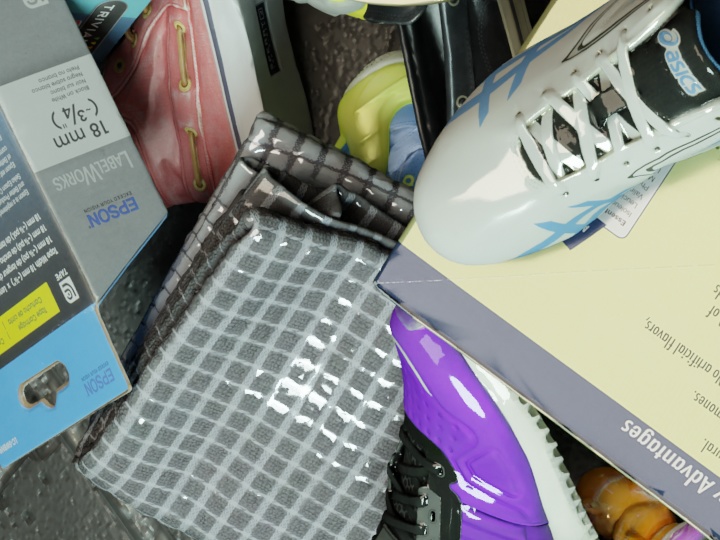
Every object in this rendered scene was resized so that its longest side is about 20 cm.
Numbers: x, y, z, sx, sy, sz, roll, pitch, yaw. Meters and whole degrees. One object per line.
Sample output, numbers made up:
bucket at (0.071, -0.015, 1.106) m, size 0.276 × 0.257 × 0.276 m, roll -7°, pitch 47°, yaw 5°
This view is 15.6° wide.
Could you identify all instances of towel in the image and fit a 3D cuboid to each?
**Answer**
towel at (-0.021, 0.051, 1.204) m, size 0.165 × 0.086 × 0.201 m, roll 28°, pitch 122°, yaw -8°

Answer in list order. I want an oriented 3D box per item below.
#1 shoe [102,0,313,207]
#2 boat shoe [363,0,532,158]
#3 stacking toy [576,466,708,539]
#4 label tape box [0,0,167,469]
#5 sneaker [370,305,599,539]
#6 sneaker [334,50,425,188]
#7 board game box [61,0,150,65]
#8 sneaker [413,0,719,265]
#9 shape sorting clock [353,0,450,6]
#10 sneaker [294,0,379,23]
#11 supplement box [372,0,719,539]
shoe at (-0.087, -0.128, 1.286) m, size 0.090 × 0.071 × 0.202 m, roll -7°, pitch 101°, yaw 24°
boat shoe at (0.030, -0.132, 1.164) m, size 0.075 × 0.062 × 0.201 m, roll -144°, pitch 34°, yaw -70°
stacking toy at (0.163, 0.144, 1.143) m, size 0.200 × 0.116 × 0.110 m, roll 36°, pitch 112°, yaw 39°
label tape box at (-0.160, -0.025, 1.250) m, size 0.144 × 0.063 × 0.201 m, roll -30°, pitch 85°, yaw 53°
sneaker at (0.040, 0.103, 1.127) m, size 0.099 × 0.201 × 0.070 m, roll -28°, pitch 33°, yaw -2°
sneaker at (0.000, 0.000, 1.248) m, size 0.105 × 0.076 × 0.201 m, roll 40°, pitch 111°, yaw 24°
board game box at (-0.161, -0.196, 1.307) m, size 0.151 × 0.047 × 0.201 m, roll -42°, pitch 55°, yaw 50°
sneaker at (0.099, -0.066, 0.944) m, size 0.199 × 0.072 × 0.072 m, roll -32°, pitch 83°, yaw 18°
shape sorting clock at (0.018, -0.212, 1.102) m, size 0.198 × 0.039 × 0.202 m, roll -1°, pitch 87°, yaw 12°
sneaker at (0.025, -0.211, 1.238) m, size 0.076 × 0.075 × 0.201 m, roll 27°, pitch 99°, yaw -11°
supplement box at (0.150, -0.022, 1.036) m, size 0.199 × 0.134 × 0.201 m, roll 36°, pitch 103°, yaw 15°
